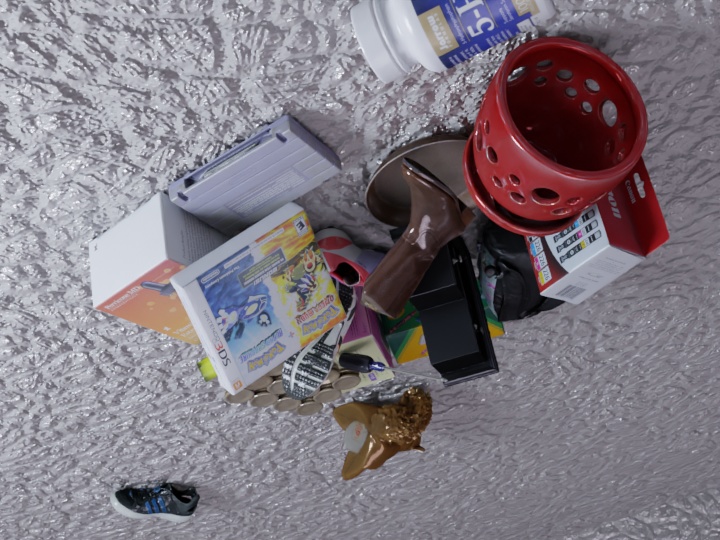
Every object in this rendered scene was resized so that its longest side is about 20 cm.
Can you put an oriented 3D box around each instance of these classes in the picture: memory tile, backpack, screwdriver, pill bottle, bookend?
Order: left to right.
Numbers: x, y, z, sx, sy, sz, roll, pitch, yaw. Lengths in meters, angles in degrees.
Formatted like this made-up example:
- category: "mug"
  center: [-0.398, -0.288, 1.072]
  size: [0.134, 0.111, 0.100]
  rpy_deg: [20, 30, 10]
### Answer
- category: "memory tile"
  center: [-0.109, 0.187, 1.754]
  size: [0.198, 0.017, 0.153]
  rpy_deg: [17, 138, -39]
- category: "screwdriver"
  center: [0.051, 0.153, 1.658]
  size: [0.197, 0.028, 0.029]
  rpy_deg: [9, 169, 30]
- category: "bookend"
  center: [0.126, 0.048, 1.590]
  size: [0.091, 0.202, 0.200]
  rpy_deg: [-16, 161, 11]
- category: "pill bottle"
  center: [0.096, -0.282, 1.141]
  size: [0.197, 0.121, 0.120]
  rpy_deg: [-24, 148, 18]
- category: "backpack"
  center: [0.251, -0.012, 1.645]
  size: [0.164, 0.128, 0.201]
  rpy_deg: [-8, 147, -6]

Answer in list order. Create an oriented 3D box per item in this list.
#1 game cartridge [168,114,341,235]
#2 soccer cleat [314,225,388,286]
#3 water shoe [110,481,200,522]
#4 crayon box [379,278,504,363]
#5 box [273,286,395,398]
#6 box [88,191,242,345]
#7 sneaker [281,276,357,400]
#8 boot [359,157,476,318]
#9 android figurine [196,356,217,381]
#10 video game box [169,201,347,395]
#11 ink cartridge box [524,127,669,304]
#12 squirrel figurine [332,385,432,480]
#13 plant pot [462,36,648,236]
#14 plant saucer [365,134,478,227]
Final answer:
- category: "game cartridge"
  center: [-0.136, -0.121, 1.408]
  size: [0.198, 0.039, 0.129]
  rpy_deg: [-27, 151, 22]
- category: "soccer cleat"
  center: [0.000, 0.000, 1.619]
  size: [0.068, 0.074, 0.199]
  rpy_deg: [-30, 146, 27]
- category: "water shoe"
  center: [-0.433, 0.476, 2.271]
  size: [0.198, 0.072, 0.080]
  rpy_deg: [18, 111, -39]
- category: "crayon box"
  center: [0.140, 0.086, 1.833]
  size: [0.196, 0.059, 0.119]
  rpy_deg: [-17, 149, 5]
- category: "box"
  center: [-0.060, 0.130, 1.790]
  size: [0.197, 0.098, 0.176]
  rpy_deg: [-18, 149, 7]
- category: "box"
  center: [-0.252, 0.003, 1.494]
  size: [0.151, 0.108, 0.199]
  rpy_deg: [-30, 146, 27]
- category: "sneaker"
  center: [-0.054, 0.109, 1.663]
  size: [0.202, 0.073, 0.080]
  rpy_deg: [-62, 165, 0]
- category: "boot"
  center: [0.052, -0.035, 1.445]
  size: [0.201, 0.064, 0.186]
  rpy_deg: [-49, 139, 5]
- category: "android figurine"
  center: [-0.146, 0.097, 1.576]
  size: [0.198, 0.042, 0.182]
  rpy_deg: [-30, -179, -2]
- category: "video game box"
  center: [-0.132, 0.038, 1.440]
  size: [0.198, 0.047, 0.184]
  rpy_deg: [-34, 124, -19]
- category: "ink cartridge box"
  center: [0.306, -0.088, 1.465]
  size: [0.083, 0.203, 0.175]
  rpy_deg: [14, 141, -36]
- category: "squirrel figurine"
  center: [0.069, 0.317, 2.119]
  size: [0.185, 0.144, 0.199]
  rpy_deg: [10, 146, -45]
- category: "plant pot"
  center: [0.227, -0.156, 1.334]
  size: [0.197, 0.204, 0.183]
  rpy_deg: [-1, 156, -19]
- category: "plant saucer"
  center: [0.100, -0.127, 1.490]
  size: [0.196, 0.033, 0.201]
  rpy_deg: [-9, 150, -5]
